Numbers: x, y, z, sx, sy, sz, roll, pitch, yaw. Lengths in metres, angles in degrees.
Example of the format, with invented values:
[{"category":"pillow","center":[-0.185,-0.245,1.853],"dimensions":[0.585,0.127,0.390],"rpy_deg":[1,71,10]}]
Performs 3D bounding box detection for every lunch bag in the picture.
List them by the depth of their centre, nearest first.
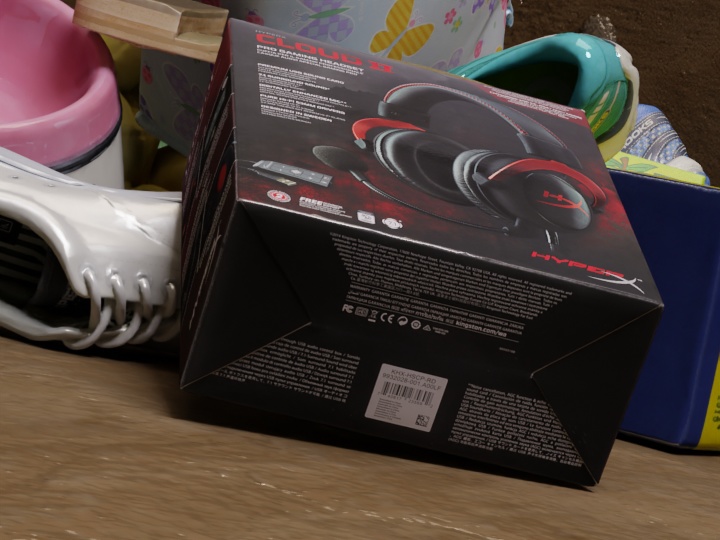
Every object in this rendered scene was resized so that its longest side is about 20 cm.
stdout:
[{"category":"lunch bag","center":[-0.005,-0.144,1.154],"dimensions":[0.200,0.170,0.127],"rpy_deg":[-26,52,-29]}]

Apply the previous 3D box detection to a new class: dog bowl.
[{"category":"dog bowl","center":[-0.194,-0.071,1.027],"dimensions":[0.200,0.074,0.200],"rpy_deg":[12,30,-7]}]

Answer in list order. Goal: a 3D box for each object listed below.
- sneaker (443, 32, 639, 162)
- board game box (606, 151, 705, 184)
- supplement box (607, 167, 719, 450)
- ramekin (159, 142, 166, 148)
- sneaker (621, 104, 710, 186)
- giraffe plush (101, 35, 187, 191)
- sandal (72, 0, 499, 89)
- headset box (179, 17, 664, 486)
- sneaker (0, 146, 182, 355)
[{"category":"sneaker","center":[0.026,-0.058,1.054],"dimensions":[0.200,0.078,0.080],"rpy_deg":[-25,-12,12]},{"category":"board game box","center":[0.073,-0.030,1.250],"dimensions":[0.200,0.048,0.102],"rpy_deg":[17,-36,9]},{"category":"supplement box","center":[0.160,0.019,1.065],"dimensions":[0.109,0.109,0.200],"rpy_deg":[13,3,39]},{"category":"ramekin","center":[-0.084,-0.048,1.505],"dimensions":[0.200,0.098,0.200],"rpy_deg":[11,3,-1]},{"category":"sneaker","center":[0.113,-0.032,1.407],"dimensions":[0.200,0.085,0.077],"rpy_deg":[-28,-22,24]},{"category":"giraffe plush","center":[-0.164,-0.065,1.247],"dimensions":[0.162,0.173,0.200],"rpy_deg":[0,20,40]},{"category":"sandal","center":[-0.033,-0.065,1.007],"dimensions":[0.211,0.070,0.078],"rpy_deg":[18,11,23]},{"category":"headset box","center":[0.014,-0.016,0.856],"dimensions":[0.148,0.075,0.200],"rpy_deg":[14,23,-10]},{"category":"sneaker","center":[-0.097,0.006,0.922],"dimensions":[0.200,0.073,0.071],"rpy_deg":[14,31,-5]}]
